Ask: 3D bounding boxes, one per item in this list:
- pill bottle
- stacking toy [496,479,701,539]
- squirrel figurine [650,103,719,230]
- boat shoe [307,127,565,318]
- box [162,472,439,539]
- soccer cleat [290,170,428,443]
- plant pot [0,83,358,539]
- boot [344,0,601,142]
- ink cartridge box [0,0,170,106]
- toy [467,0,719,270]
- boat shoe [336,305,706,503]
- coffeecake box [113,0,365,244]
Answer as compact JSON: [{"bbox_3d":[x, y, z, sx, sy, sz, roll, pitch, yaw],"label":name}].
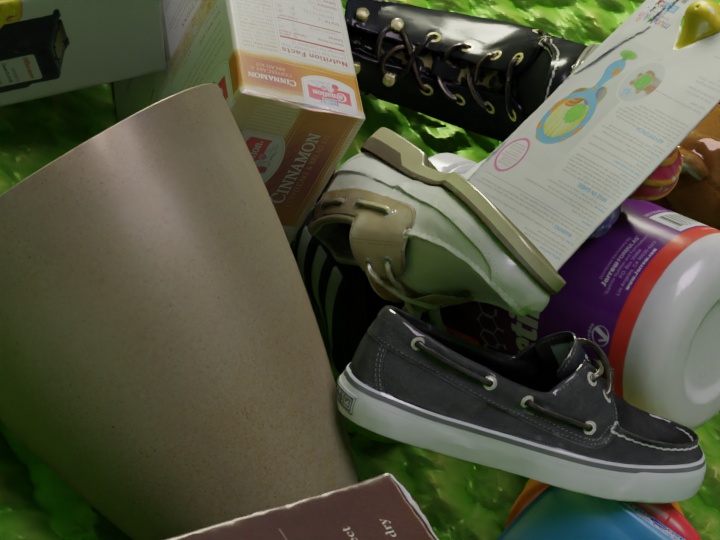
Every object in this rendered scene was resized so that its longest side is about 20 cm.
[{"bbox_3d":[0.112,0.005,1.471,0.200,0.113,0.112,25,32,35],"label":"pill bottle"},{"bbox_3d":[0.125,0.122,1.427,0.116,0.110,0.200,35,25,-12],"label":"stacking toy"},{"bbox_3d":[0.261,-0.041,1.579,0.187,0.200,0.142,43,46,-2],"label":"squirrel figurine"},{"bbox_3d":[0.035,-0.010,1.349,0.075,0.068,0.200,48,-5,-24],"label":"boat shoe"},{"bbox_3d":[-0.050,0.214,1.158,0.200,0.166,0.164,-14,59,-40],"label":"box"},{"bbox_3d":[0.000,0.000,1.463,0.067,0.081,0.200,2,49,-31],"label":"soccer cleat"},{"bbox_3d":[-0.094,0.045,1.309,0.187,0.187,0.200,-31,87,-46],"label":"plant pot"},{"bbox_3d":[0.060,-0.110,1.551,0.154,0.074,0.204,14,7,1],"label":"boot"},{"bbox_3d":[-0.214,-0.161,1.429,0.200,0.083,0.146,-14,54,-11],"label":"ink cartridge box"},{"bbox_3d":[0.138,-0.065,1.406,0.047,0.200,0.115,43,-4,-31],"label":"toy"},{"bbox_3d":[0.086,0.059,1.313,0.200,0.066,0.070,16,16,-19],"label":"boat shoe"},{"bbox_3d":[-0.072,-0.109,1.468,0.073,0.154,0.200,11,46,-23],"label":"coffeecake box"}]
